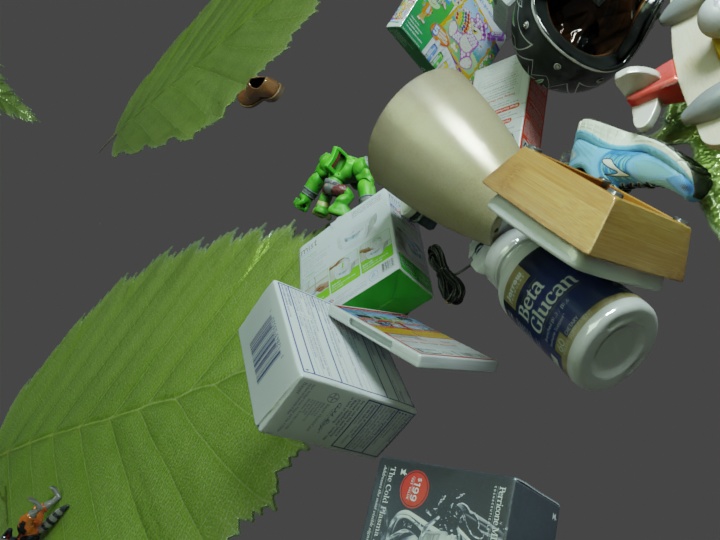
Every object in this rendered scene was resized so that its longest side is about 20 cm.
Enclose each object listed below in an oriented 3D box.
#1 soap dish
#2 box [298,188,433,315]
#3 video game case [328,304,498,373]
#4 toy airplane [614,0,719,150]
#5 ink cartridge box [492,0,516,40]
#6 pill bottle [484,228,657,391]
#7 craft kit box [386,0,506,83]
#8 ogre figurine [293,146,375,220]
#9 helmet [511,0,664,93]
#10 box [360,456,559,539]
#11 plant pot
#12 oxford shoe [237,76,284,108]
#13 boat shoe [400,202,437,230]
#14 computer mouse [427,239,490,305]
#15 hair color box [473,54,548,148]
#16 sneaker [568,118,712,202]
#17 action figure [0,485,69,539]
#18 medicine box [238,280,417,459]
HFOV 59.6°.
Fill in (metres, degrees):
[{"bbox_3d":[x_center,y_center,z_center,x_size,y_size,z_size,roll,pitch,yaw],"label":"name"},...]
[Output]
[{"bbox_3d":[0.248,-0.056,0.677,0.157,0.197,0.082,46,117,45],"label":"soap dish"},{"bbox_3d":[0.000,0.000,1.001,0.198,0.096,0.179,-34,41,25],"label":"box"},{"bbox_3d":[0.065,0.088,0.830,0.199,0.141,0.018,25,101,52],"label":"video game case"},{"bbox_3d":[0.385,-0.241,0.701,0.199,0.142,0.200,-43,49,-4],"label":"toy airplane"},{"bbox_3d":[0.291,-0.472,0.992,0.196,0.043,0.200,-44,-3,12],"label":"ink cartridge box"},{"bbox_3d":[0.227,0.032,0.720,0.111,0.111,0.201,-47,38,8],"label":"pill bottle"},{"bbox_3d":[0.163,-0.422,1.064,0.048,0.199,0.200,21,79,51],"label":"craft kit box"},{"bbox_3d":[-0.036,-0.156,1.162,0.199,0.097,0.122,11,81,62],"label":"ogre figurine"},{"bbox_3d":[0.301,-0.346,0.866,0.192,0.197,0.202,-55,34,27],"label":"helmet"},{"bbox_3d":[0.091,0.317,0.656,0.180,0.104,0.204,-7,58,43],"label":"box"},{"bbox_3d":[0.137,-0.129,0.825,0.188,0.187,0.201,-46,57,9],"label":"plant pot"},{"bbox_3d":[-0.285,-0.494,1.709,0.198,0.071,0.073,3,65,50],"label":"oxford shoe"},{"bbox_3d":[0.120,-0.154,1.016,0.075,0.061,0.203,-35,30,47],"label":"boat shoe"},{"bbox_3d":[0.180,-0.037,0.879,0.199,0.044,0.111,-35,40,24],"label":"computer mouse"},{"bbox_3d":[0.221,-0.230,0.966,0.110,0.064,0.203,-10,54,43],"label":"hair color box"},{"bbox_3d":[0.333,-0.117,0.770,0.200,0.077,0.091,45,115,56],"label":"sneaker"},{"bbox_3d":[-0.713,0.577,1.332,0.197,0.103,0.200,-65,14,-7],"label":"action figure"},{"bbox_3d":[-0.048,0.136,0.854,0.103,0.198,0.183,-50,36,20],"label":"medicine box"}]
